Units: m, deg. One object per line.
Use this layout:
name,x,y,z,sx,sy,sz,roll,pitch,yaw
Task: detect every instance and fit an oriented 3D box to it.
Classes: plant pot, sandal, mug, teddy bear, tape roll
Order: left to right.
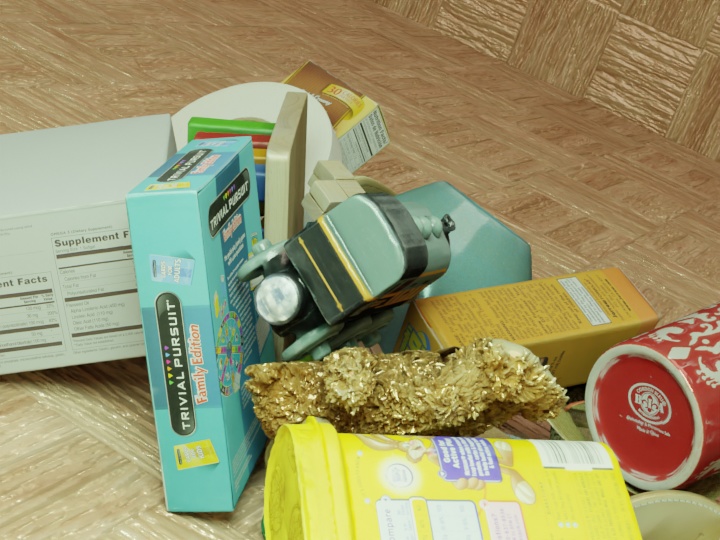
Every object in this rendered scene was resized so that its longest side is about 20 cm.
tape roll,-0.115,-0.090,1.220,0.202,0.202,0.037,37,-18,39
teddy bear,0.027,0.083,0.803,0.196,0.068,0.145,-4,-14,2
plant pot,0.067,0.006,1.115,0.199,0.136,0.200,36,7,-5
sandal,0.259,0.216,0.940,0.209,0.078,0.070,19,20,-28
mug,0.284,0.079,0.988,0.198,0.177,0.135,-12,78,-38

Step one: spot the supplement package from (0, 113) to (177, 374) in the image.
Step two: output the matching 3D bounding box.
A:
supplement package,-0.204,-0.024,0.946,0.153,0.113,0.201,-8,23,-3

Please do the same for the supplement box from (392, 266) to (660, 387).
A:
supplement box,0.124,0.050,0.998,0.197,0.067,0.069,-9,47,-31

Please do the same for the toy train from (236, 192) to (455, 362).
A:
toy train,0.000,0.000,0.871,0.086,0.113,0.200,60,17,8

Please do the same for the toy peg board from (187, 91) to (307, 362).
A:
toy peg board,-0.097,-0.022,1.043,0.096,0.203,0.200,3,20,1

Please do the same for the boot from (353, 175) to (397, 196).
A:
boot,0.007,-0.042,1.295,0.200,0.072,0.155,45,-2,-41

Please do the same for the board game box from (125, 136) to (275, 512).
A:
board game box,-0.097,0.029,0.860,0.046,0.203,0.151,-2,17,9

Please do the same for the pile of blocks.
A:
pile of blocks,-0.030,0.019,1.005,0.081,0.204,0.062,-13,-6,43

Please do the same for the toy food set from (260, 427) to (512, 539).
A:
toy food set,0.033,0.153,0.864,0.196,0.049,0.199,4,29,-8

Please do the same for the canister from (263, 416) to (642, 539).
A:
canister,0.054,0.161,0.737,0.197,0.087,0.150,4,49,-16

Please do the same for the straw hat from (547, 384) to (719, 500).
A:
straw hat,0.193,0.135,1.071,0.198,0.086,0.203,19,36,-14

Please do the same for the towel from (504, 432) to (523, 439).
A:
towel,0.085,0.161,0.977,0.145,0.024,0.200,18,19,-9

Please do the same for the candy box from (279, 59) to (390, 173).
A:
candy box,-0.082,-0.107,1.286,0.199,0.057,0.116,-40,49,-17
